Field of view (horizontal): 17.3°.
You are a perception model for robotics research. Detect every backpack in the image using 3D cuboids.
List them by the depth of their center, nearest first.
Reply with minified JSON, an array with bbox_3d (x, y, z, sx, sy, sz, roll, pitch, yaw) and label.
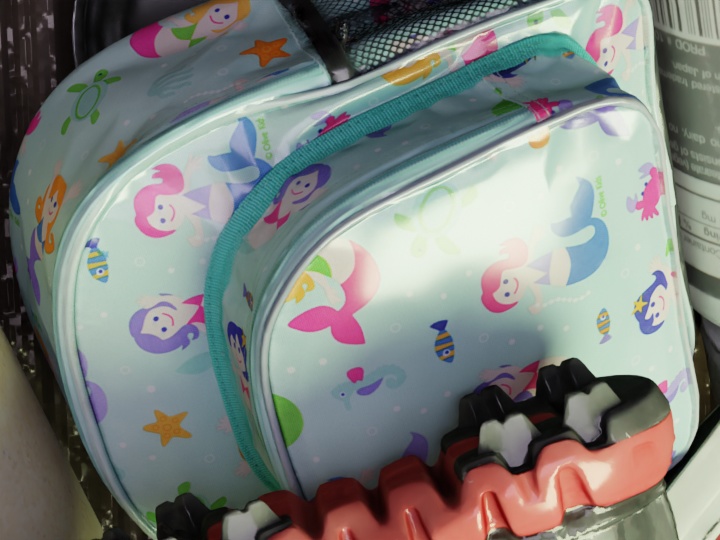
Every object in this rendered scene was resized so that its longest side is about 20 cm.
[{"bbox_3d":[0.000,0.000,0.715,0.200,0.151,0.178,-17,124,-8],"label":"backpack"}]

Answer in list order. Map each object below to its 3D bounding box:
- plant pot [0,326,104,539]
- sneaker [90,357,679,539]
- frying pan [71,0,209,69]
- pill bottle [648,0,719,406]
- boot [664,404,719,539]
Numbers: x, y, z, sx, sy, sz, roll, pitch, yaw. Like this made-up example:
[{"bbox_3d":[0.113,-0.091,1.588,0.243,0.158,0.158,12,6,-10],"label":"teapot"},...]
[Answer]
[{"bbox_3d":[-0.159,0.082,0.699,0.200,0.200,0.184,-34,111,-6],"label":"plant pot"},{"bbox_3d":[-0.003,0.098,0.629,0.200,0.071,0.098,-18,98,1],"label":"sneaker"},{"bbox_3d":[-0.039,-0.115,0.766,0.115,0.031,0.190,-4,98,-12],"label":"frying pan"},{"bbox_3d":[0.146,-0.048,0.746,0.113,0.113,0.200,-18,122,-8],"label":"pill bottle"},{"bbox_3d":[0.114,0.147,0.703,0.144,0.072,0.200,42,66,4],"label":"boot"}]
